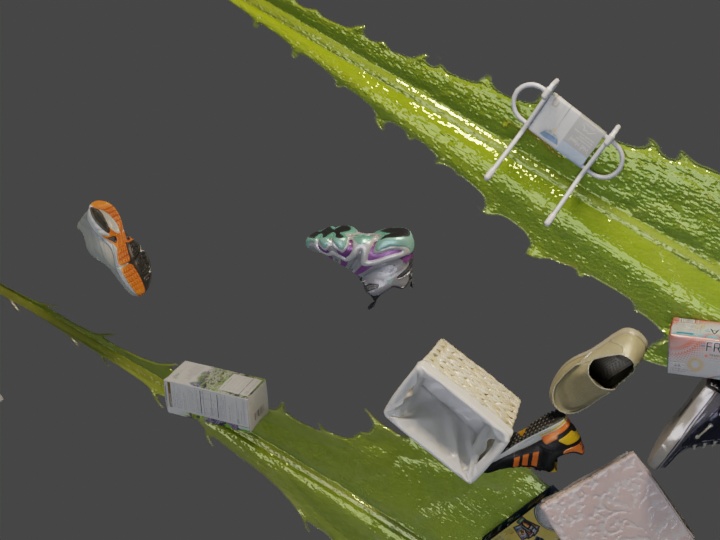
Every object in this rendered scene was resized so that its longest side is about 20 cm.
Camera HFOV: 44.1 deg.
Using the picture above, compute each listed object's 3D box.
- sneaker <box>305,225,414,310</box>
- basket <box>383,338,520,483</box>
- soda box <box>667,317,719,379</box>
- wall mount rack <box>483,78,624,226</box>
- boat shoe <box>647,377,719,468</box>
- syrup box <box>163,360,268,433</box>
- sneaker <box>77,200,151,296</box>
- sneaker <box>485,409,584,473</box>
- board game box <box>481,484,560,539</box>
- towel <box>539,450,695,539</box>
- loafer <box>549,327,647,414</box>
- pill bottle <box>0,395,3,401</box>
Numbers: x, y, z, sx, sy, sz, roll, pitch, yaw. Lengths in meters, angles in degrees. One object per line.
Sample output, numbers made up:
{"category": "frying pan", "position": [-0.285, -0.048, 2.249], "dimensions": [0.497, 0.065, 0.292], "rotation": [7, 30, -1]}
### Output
{"category": "sneaker", "position": [0.000, 0.000, 1.535], "dimensions": [0.196, 0.078, 0.143], "rotation": [4, 113, 24]}
{"category": "basket", "position": [0.164, 0.238, 1.535], "dimensions": [0.199, 0.123, 0.136], "rotation": [38, 123, 6]}
{"category": "soda box", "position": [0.564, 0.124, 1.331], "dimensions": [0.196, 0.064, 0.070], "rotation": [6, 114, 24]}
{"category": "wall mount rack", "position": [0.286, -0.177, 1.322], "dimensions": [0.199, 0.075, 0.175], "rotation": [38, 123, 7]}
{"category": "boat shoe", "position": [0.537, 0.257, 1.395], "dimensions": [0.092, 0.075, 0.202], "rotation": [32, 124, 12]}
{"category": "syrup box", "position": [-0.290, 0.251, 1.782], "dimensions": [0.196, 0.079, 0.083], "rotation": [9, 116, 22]}
{"category": "sneaker", "position": [-0.490, -0.035, 1.763], "dimensions": [0.091, 0.075, 0.203], "rotation": [-28, 91, 40]}
{"category": "sneaker", "position": [0.295, 0.323, 1.541], "dimensions": [0.199, 0.070, 0.091], "rotation": [-37, 91, 31]}
{"category": "board game box", "position": [0.329, 0.498, 1.624], "dimensions": [0.135, 0.035, 0.200], "rotation": [44, 123, 2]}
{"category": "towel", "position": [0.437, 0.430, 1.522], "dimensions": [0.198, 0.032, 0.193], "rotation": [-34, 94, 19]}
{"category": "loafer", "position": [0.377, 0.169, 1.436], "dimensions": [0.076, 0.068, 0.201], "rotation": [42, 123, 3]}
{"category": "pill bottle", "position": [-0.915, 0.240, 2.054], "dimensions": [0.110, 0.111, 0.202], "rotation": [-32, 96, 32]}
